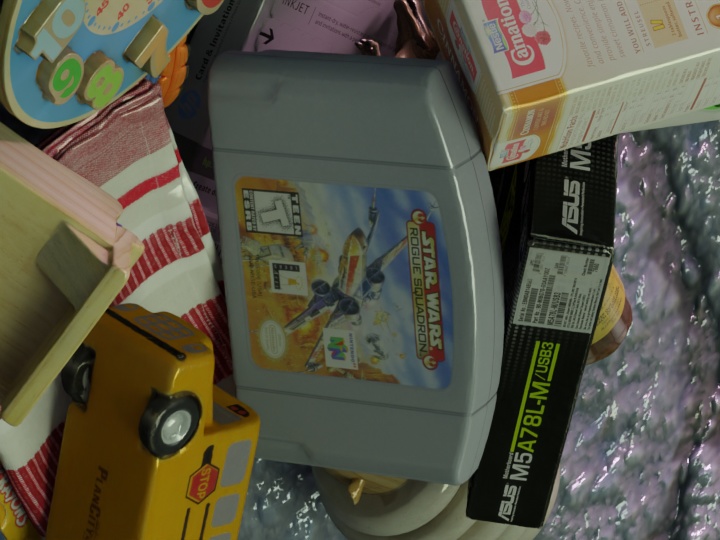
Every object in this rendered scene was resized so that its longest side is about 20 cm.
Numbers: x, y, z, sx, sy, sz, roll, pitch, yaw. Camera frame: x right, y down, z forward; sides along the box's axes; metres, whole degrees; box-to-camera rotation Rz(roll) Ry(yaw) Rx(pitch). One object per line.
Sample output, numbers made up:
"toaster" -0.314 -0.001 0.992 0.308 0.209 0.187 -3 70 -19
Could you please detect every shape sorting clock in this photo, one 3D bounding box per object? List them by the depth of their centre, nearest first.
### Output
"shape sorting clock" -0.080 -0.142 1.153 0.200 0.039 0.200 -46 160 -22

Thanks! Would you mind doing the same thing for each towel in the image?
"towel" -0.118 0.025 1.272 0.144 0.023 0.200 -43 136 -25

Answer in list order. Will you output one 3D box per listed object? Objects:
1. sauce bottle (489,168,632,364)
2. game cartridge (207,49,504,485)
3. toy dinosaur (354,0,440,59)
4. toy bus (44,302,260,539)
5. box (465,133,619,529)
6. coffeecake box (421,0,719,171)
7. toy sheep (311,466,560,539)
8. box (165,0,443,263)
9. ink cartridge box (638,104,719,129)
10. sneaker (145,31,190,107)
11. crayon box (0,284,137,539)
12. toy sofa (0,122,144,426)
"sauce bottle" 0.091 -0.025 1.536 0.065 0.065 0.200 -50 137 -16
"game cartridge" 0.000 0.000 1.282 0.042 0.133 0.201 -32 122 -52
"toy dinosaur" -0.012 -0.040 1.355 0.101 0.058 0.201 20 95 -51
"toy bus" -0.098 0.115 1.279 0.078 0.065 0.201 -11 121 -45
"box" 0.090 -0.009 1.368 0.200 0.047 0.194 100 -4 -45
"coffeecake box" 0.127 -0.151 1.271 0.199 0.154 0.073 -16 161 -10
"toy sheep" 0.038 0.099 1.489 0.200 0.138 0.138 18 96 -51
"box" -0.026 -0.083 1.391 0.156 0.041 0.201 19 96 -51
"ink cartridge box" 0.216 -0.182 1.437 0.146 0.199 0.147 -86 165 -48
"sneaker" -0.124 -0.147 1.226 0.078 0.075 0.201 -28 127 -32
"crayon box" -0.151 0.065 1.319 0.119 0.058 0.200 -47 138 -21
"toy sofa" -0.192 -0.033 1.141 0.200 0.098 0.083 35 100 -13
